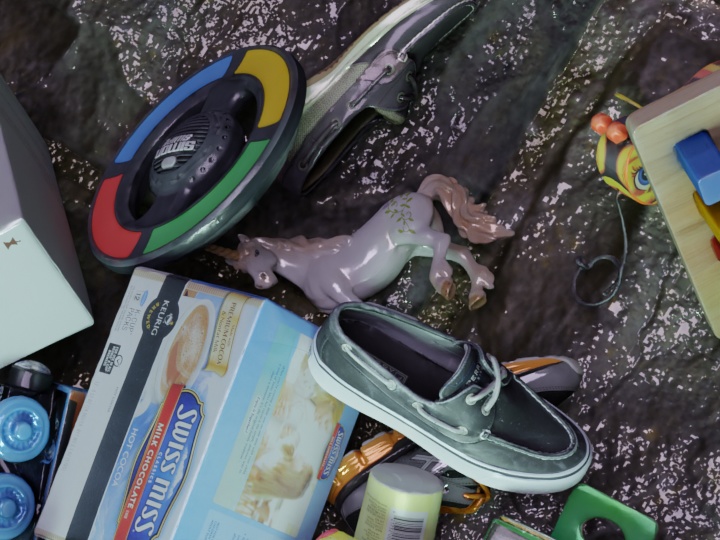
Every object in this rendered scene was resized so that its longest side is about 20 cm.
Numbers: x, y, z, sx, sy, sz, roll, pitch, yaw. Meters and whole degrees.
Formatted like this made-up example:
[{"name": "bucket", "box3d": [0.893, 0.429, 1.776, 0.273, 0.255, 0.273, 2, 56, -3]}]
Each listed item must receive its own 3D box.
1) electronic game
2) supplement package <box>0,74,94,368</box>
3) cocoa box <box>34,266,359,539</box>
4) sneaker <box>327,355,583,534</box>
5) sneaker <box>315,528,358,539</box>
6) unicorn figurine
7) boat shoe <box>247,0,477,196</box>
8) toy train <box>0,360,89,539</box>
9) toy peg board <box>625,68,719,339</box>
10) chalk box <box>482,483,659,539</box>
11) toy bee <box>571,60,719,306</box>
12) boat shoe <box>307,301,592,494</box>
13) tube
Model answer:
[{"name": "electronic game", "box3d": [-0.117, -0.080, 1.614, 0.200, 0.042, 0.200, -31, 34, 24]}, {"name": "supplement package", "box3d": [-0.278, -0.039, 1.607, 0.117, 0.117, 0.200, -25, 45, 3]}, {"name": "cocoa box", "box3d": [-0.102, 0.119, 1.539, 0.131, 0.133, 0.200, 13, 78, 42]}, {"name": "sneaker", "box3d": [0.071, 0.125, 1.561, 0.200, 0.078, 0.077, -34, 72, 11]}, {"name": "sneaker", "box3d": [-0.039, 0.247, 1.498, 0.090, 0.078, 0.200, 44, 115, 13]}, {"name": "unicorn figurine", "box3d": [0.000, 0.000, 1.614, 0.200, 0.074, 0.137, -29, 62, -13]}, {"name": "boat shoe", "box3d": [0.011, -0.131, 1.643, 0.200, 0.072, 0.065, -39, 77, 3]}, {"name": "toy train", "box3d": [-0.226, 0.166, 1.586, 0.114, 0.087, 0.201, 13, 86, -25]}, {"name": "toy peg board", "box3d": [0.306, -0.046, 1.484, 0.200, 0.199, 0.098, -27, 38, 2]}, {"name": "chalk box", "box3d": [0.126, 0.242, 1.492, 0.124, 0.124, 0.200, 26, 80, 17]}, {"name": "toy bee", "box3d": [0.211, -0.081, 1.558, 0.131, 0.109, 0.200, 9, 58, 40]}, {"name": "boat shoe", "box3d": [0.064, 0.078, 1.477, 0.200, 0.068, 0.072, 28, 56, 0]}, {"name": "tube", "box3d": [0.011, 0.229, 1.531, 0.058, 0.052, 0.201, 33, 117, 54]}]
